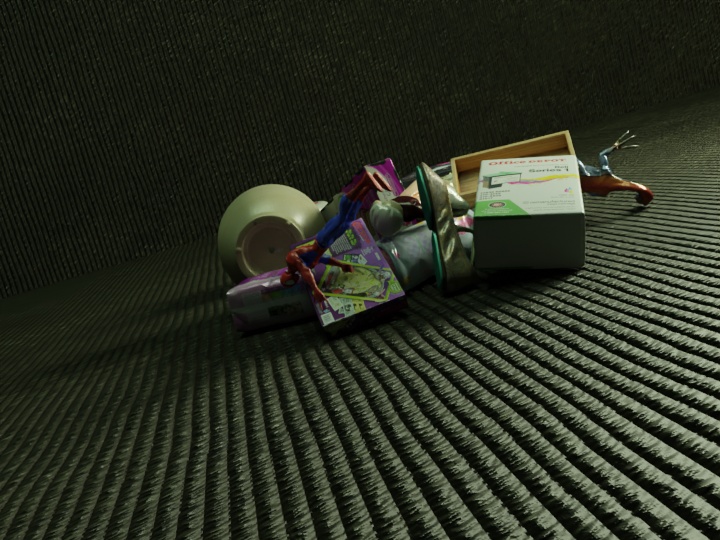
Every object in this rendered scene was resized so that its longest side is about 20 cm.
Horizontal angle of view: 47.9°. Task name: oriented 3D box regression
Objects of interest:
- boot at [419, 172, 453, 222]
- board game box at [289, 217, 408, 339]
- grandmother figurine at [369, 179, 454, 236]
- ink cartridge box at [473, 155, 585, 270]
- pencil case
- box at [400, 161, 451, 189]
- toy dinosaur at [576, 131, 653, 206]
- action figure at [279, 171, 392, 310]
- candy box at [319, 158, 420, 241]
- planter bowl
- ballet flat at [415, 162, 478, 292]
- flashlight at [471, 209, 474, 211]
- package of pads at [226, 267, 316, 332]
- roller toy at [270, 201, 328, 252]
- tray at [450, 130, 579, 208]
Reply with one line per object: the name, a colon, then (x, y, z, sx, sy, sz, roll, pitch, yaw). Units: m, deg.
boot: (0.156, -0.142, 1.486, 0.198, 0.073, 0.155, -16, 14, 20)
board game box: (-0.021, 0.006, 1.136, 0.119, 0.032, 0.201, -24, 38, -2)
grandmother figurine: (0.069, -0.099, 1.242, 0.120, 0.061, 0.200, -7, 13, 29)
ink cartridge box: (0.235, -0.085, 1.133, 0.143, 0.085, 0.201, -2, 29, 12)
pencil case: (0.103, -0.028, 1.246, 0.199, 0.091, 0.083, -21, -12, -33)
box: (0.182, -0.148, 1.652, 0.198, 0.134, 0.114, -8, 15, 39)
toy dinosaur: (0.386, -0.138, 1.356, 0.200, 0.106, 0.181, -41, 50, -18)
action figure: (-0.026, -0.029, 1.085, 0.200, 0.099, 0.065, -42, -11, 19)
candy box: (0.013, -0.087, 1.406, 0.061, 0.138, 0.200, -20, -9, -29)
planter bowl: (-0.151, -0.043, 1.383, 0.198, 0.202, 0.135, -16, 9, -2)
ballet flat: (0.126, -0.064, 1.152, 0.066, 0.202, 0.068, -8, -19, -4)
flashlight: (0.194, -0.079, 1.442, 0.067, 0.069, 0.200, -10, 9, 13)
package of pads: (-0.095, 0.032, 1.253, 0.198, 0.077, 0.121, -14, 7, 13)
roller toy: (-0.134, -0.068, 1.680, 0.181, 0.141, 0.199, -21, 10, -25)
tray: (0.251, -0.163, 1.326, 0.198, 0.037, 0.099, -13, 44, 13)
